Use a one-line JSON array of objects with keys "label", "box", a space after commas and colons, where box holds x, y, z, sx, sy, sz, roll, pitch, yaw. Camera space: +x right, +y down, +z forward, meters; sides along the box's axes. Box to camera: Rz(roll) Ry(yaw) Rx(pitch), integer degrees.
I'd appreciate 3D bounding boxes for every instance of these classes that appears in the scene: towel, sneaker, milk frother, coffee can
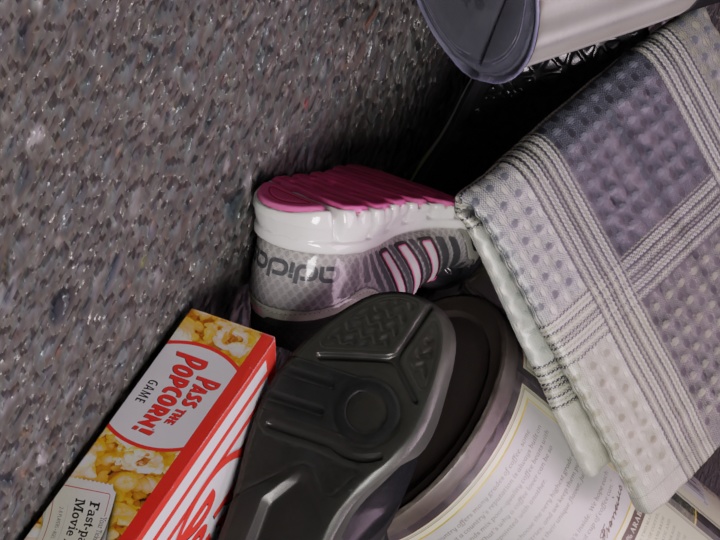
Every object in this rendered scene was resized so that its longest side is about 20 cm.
[{"label": "towel", "box": [0.152, -0.005, 1.284, 0.192, 0.034, 0.200, -40, 110, -30]}, {"label": "sneaker", "box": [-0.012, 0.106, 1.147, 0.200, 0.076, 0.114, -68, 164, -4]}, {"label": "sneaker", "box": [0.000, 0.000, 1.236, 0.200, 0.074, 0.088, -9, 115, -65]}, {"label": "sneaker", "box": [0.078, -0.077, 1.352, 0.200, 0.072, 0.083, -48, -174, 25]}, {"label": "milk frother", "box": [0.102, -0.210, 1.265, 0.188, 0.200, 0.181, -19, 112, -27]}, {"label": "coffee can", "box": [0.088, 0.128, 1.343, 0.200, 0.146, 0.147, 39, 63, -27]}]

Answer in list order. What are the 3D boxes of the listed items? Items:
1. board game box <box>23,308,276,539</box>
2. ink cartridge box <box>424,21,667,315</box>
[{"label": "board game box", "box": [-0.099, 0.139, 1.111, 0.152, 0.046, 0.200, 89, 25, -45]}, {"label": "ink cartridge box", "box": [0.124, -0.025, 1.421, 0.146, 0.084, 0.200, -60, -171, -33]}]
